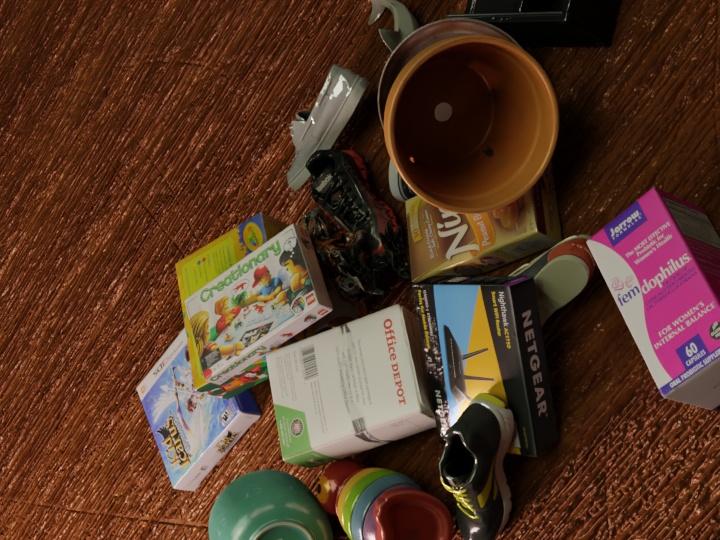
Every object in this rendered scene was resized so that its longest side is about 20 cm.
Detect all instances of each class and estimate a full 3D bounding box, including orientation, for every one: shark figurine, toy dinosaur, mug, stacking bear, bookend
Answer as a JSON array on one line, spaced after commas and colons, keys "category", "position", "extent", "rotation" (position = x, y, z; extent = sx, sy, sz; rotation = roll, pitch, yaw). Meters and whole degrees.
[{"category": "shark figurine", "position": [0.044, -0.323, 1.691], "extent": [0.128, 0.089, 0.215], "rotation": [-31, 60, 34]}, {"category": "toy dinosaur", "position": [0.000, 0.000, 1.615], "extent": [0.102, 0.200, 0.136], "rotation": [-57, 12, -27]}, {"category": "mug", "position": [-0.100, 0.353, 1.589], "extent": [0.152, 0.185, 0.114], "rotation": [-55, 17, -2]}, {"category": "stacking bear", "position": [0.015, 0.292, 1.528], "extent": [0.200, 0.113, 0.122], "rotation": [23, 110, 57]}, {"category": "bookend", "position": [0.224, -0.383, 1.516], "extent": [0.198, 0.092, 0.201], "rotation": [12, 87, 47]}]

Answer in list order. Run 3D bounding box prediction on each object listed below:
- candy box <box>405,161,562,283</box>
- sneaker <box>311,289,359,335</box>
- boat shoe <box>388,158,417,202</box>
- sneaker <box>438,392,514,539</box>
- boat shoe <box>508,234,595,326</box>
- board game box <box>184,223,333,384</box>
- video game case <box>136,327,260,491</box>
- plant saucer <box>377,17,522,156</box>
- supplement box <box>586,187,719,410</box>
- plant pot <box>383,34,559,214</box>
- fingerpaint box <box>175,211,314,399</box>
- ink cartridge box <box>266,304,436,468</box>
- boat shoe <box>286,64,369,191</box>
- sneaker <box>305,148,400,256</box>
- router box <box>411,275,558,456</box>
[{"category": "candy box", "position": [0.148, -0.062, 1.528], "extent": [0.200, 0.055, 0.116], "rotation": [-23, 61, 39]}, {"category": "sneaker", "position": [-0.084, 0.099, 1.701], "extent": [0.200, 0.073, 0.085], "rotation": [-31, 47, 35]}, {"category": "boat shoe", "position": [0.104, -0.176, 1.602], "extent": [0.068, 0.072, 0.201], "rotation": [29, 93, 46]}, {"category": "sneaker", "position": [0.121, 0.235, 1.408], "extent": [0.074, 0.084, 0.201], "rotation": [21, 124, 39]}, {"category": "boat shoe", "position": [0.199, 0.027, 1.448], "extent": [0.200, 0.071, 0.063], "rotation": [-42, 12, 40]}, {"category": "board game box", "position": [-0.135, 0.045, 1.603], "extent": [0.200, 0.035, 0.127], "rotation": [-34, 57, 23]}, {"category": "video game case", "position": [-0.249, 0.197, 1.870], "extent": [0.181, 0.045, 0.200], "rotation": [-50, 49, 25]}, {"category": "plant saucer", "position": [0.122, -0.214, 1.538], "extent": [0.200, 0.200, 0.032], "rotation": [-55, 4, 19]}, {"category": "supplement box", "position": [0.334, 0.028, 1.280], "extent": [0.101, 0.103, 0.200], "rotation": [-43, 50, 30]}, {"category": "plant pot", "position": [0.113, -0.177, 1.443], "extent": [0.201, 0.199, 0.140], "rotation": [-66, 18, 8]}, {"category": "fingerpaint box", "position": [-0.158, 0.050, 1.690], "extent": [0.167, 0.073, 0.201], "rotation": [-29, 58, 26]}, {"category": "ink cartridge box", "position": [-0.006, 0.147, 1.549], "extent": [0.199, 0.084, 0.147], "rotation": [-21, 64, 21]}, {"category": "boat shoe", "position": [-0.062, -0.202, 1.746], "extent": [0.200, 0.068, 0.072], "rotation": [-55, 3, 36]}, {"category": "sneaker", "position": [-0.015, -0.092, 1.675], "extent": [0.071, 0.098, 0.201], "rotation": [-46, 53, 25]}, {"category": "router box", "position": [0.143, 0.106, 1.433], "extent": [0.149, 0.051, 0.201], "rotation": [-1, 104, 45]}]
